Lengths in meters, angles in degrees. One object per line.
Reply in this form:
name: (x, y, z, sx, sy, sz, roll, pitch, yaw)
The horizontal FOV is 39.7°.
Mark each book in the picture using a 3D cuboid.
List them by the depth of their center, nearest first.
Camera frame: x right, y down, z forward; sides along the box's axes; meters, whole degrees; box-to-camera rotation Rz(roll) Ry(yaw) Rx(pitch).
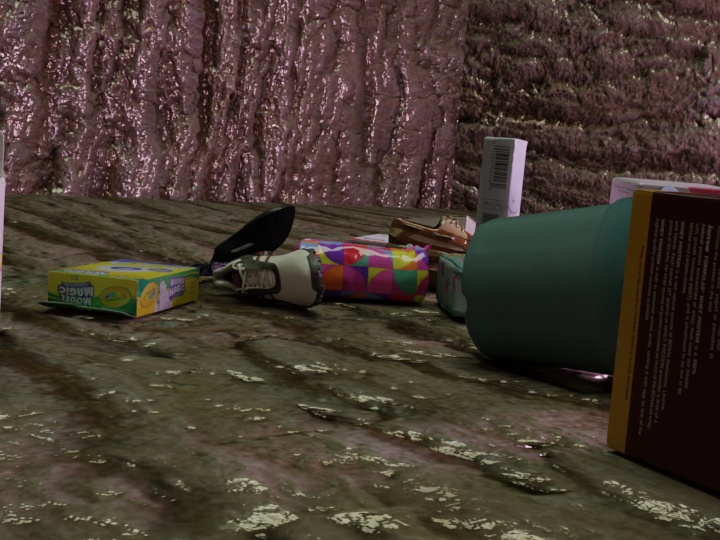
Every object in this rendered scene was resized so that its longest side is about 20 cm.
book: (0.184, -0.064, 1.994, 0.133, 0.048, 0.200, 3, -11, 28)

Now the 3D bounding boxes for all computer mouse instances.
computer mouse: (-0.153, -0.029, 1.436, 0.200, 0.046, 0.140, -31, -9, 22)

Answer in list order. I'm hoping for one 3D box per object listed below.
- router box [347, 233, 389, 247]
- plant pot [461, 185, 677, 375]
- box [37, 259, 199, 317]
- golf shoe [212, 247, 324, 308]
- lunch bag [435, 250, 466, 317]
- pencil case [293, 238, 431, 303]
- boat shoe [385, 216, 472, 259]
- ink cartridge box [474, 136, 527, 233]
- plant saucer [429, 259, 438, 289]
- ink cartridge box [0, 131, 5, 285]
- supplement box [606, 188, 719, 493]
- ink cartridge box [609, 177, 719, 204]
router box: (0.096, -0.029, 1.842, 0.199, 0.049, 0.179, 7, 7, 18)
plant pot: (0.221, 0.018, 1.017, 0.196, 0.201, 0.200, 0, 3, 34)
box: (-0.285, 0.020, 1.191, 0.117, 0.049, 0.200, 6, 9, 13)
golf shoe: (-0.115, 0.014, 1.288, 0.088, 0.077, 0.200, -8, 4, -32)
lunch bag: (0.190, 0.022, 1.363, 0.160, 0.077, 0.200, 4, 7, -5)
pencil case: (0.000, 0.000, 1.399, 0.199, 0.089, 0.088, 2, 7, -11)
boat shoe: (0.143, -0.054, 1.674, 0.199, 0.074, 0.076, 4, 7, -4)
ink cartridge box: (0.210, -0.098, 1.378, 0.047, 0.161, 0.200, 7, 6, 24)
plant saucer: (0.173, 0.012, 1.610, 0.199, 0.036, 0.200, 5, 7, -1)
ink cartridge box: (-0.373, -0.025, 0.852, 0.117, 0.201, 0.067, 5, 7, 5)
supplement box: (0.296, 0.052, 0.687, 0.132, 0.198, 0.200, 1, 7, -29)
ink cartridge box: (0.400, -0.015, 1.310, 0.146, 0.201, 0.083, 3, 11, -11)
